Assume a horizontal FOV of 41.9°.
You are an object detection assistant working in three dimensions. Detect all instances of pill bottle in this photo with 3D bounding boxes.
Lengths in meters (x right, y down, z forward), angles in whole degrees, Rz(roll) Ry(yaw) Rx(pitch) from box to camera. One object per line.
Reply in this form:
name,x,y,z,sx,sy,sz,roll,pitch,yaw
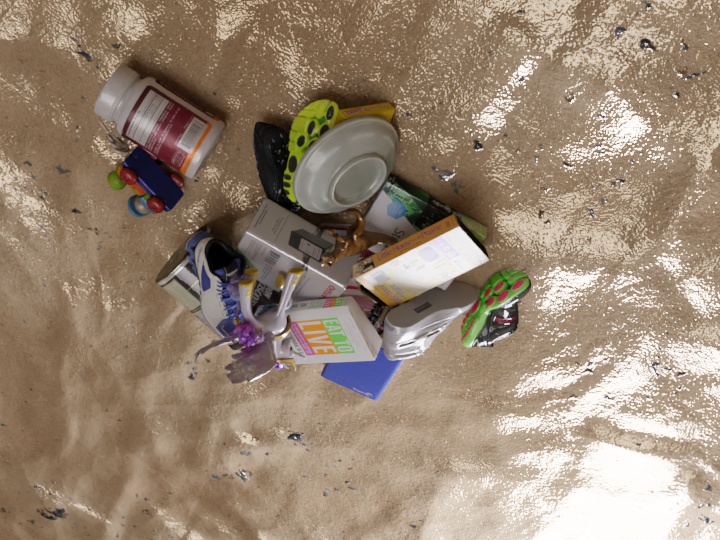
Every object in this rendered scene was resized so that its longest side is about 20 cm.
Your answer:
pill bottle,-0.343,-0.256,1.605,0.199,0.114,0.114,32,131,-8

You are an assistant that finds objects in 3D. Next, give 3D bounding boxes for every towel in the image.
towel,0.000,0.000,1.760,0.143,0.023,0.201,3,129,15

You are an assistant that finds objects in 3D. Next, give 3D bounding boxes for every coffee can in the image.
coffee can,-0.269,0.034,1.796,0.200,0.147,0.146,43,129,-17

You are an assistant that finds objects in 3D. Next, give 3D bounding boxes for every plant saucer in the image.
plant saucer,-0.014,-0.158,1.530,0.050,0.199,0.201,54,141,30

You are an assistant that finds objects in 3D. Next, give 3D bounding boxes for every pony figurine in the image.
pony figurine,-0.179,0.102,1.617,0.166,0.192,0.201,27,124,49

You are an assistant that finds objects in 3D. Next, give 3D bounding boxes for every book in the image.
book,-0.078,0.109,1.715,0.199,0.048,0.134,-7,130,29

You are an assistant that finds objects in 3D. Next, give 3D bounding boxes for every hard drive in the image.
hard drive,0.004,0.186,1.879,0.131,0.025,0.200,24,145,-1

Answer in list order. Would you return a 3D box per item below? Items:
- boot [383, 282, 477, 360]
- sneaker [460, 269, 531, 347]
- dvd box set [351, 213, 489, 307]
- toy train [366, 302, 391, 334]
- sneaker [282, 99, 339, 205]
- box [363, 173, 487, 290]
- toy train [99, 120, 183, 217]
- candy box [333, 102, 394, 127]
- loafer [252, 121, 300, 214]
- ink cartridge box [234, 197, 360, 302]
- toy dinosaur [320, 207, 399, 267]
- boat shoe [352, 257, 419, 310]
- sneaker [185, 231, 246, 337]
boot,0.122,0.093,1.702,0.074,0.199,0.096,48,146,37
sneaker,0.256,0.070,1.708,0.083,0.077,0.200,15,137,-19
dvd box set,0.104,-0.012,1.595,0.199,0.030,0.146,-27,146,18
toy train,0.034,0.094,1.748,0.046,0.034,0.200,28,168,2
sneaker,-0.077,-0.205,1.580,0.074,0.084,0.201,35,129,16
box,0.102,-0.065,1.652,0.199,0.036,0.145,27,127,-9
toy train,-0.428,-0.184,1.724,0.115,0.085,0.200,-18,121,46
candy box,-0.014,-0.188,1.565,0.026,0.102,0.201,50,140,29
loafer,-0.145,-0.174,1.645,0.070,0.068,0.201,41,154,36
ink cartridge box,-0.119,-0.021,1.687,0.199,0.084,0.146,30,150,-7
toy dinosaur,0.001,-0.054,1.611,0.060,0.199,0.107,2,104,55
boat shoe,0.069,0.052,1.729,0.199,0.067,0.074,27,122,-20
sneaker,-0.242,0.027,1.662,0.115,0.080,0.200,1,113,63
